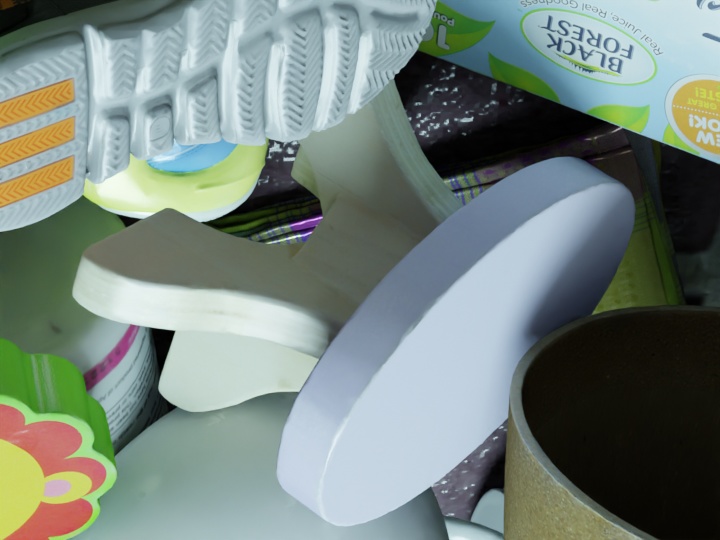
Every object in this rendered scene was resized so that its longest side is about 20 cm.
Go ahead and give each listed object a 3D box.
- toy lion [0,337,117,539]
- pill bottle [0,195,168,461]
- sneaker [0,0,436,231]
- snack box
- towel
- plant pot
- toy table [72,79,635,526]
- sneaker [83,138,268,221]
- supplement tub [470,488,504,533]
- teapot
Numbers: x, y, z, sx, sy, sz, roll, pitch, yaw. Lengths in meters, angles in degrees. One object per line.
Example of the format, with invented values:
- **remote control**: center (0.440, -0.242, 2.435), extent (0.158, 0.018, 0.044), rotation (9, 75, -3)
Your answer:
- **toy lion**: center (-0.193, 0.070, 0.727), extent (0.200, 0.069, 0.192), rotation (-19, 146, 4)
- **pill bottle**: center (-0.134, 0.066, 0.863), extent (0.113, 0.113, 0.200), rotation (-8, 138, -2)
- **sneaker**: center (-0.075, -0.085, 0.632), extent (0.200, 0.112, 0.078), rotation (-20, 133, -37)
- **snack box**: center (0.093, -0.138, 0.678), extent (0.142, 0.053, 0.200), rotation (23, 140, 15)
- **towel**: center (0.040, 0.004, 0.896), extent (0.200, 0.023, 0.144), rotation (-15, 139, 7)
- **plant pot**: center (0.131, 0.143, 0.773), extent (0.186, 0.186, 0.200), rotation (2, 118, -12)
- **toy table**: center (0.000, 0.000, 0.747), extent (0.200, 0.117, 0.184), rotation (-18, 138, -61)
- **sneaker**: center (-0.123, -0.079, 0.748), extent (0.200, 0.076, 0.105), rotation (4, 125, -24)
- **supplement tub**: center (0.159, 0.167, 1.005), extent (0.200, 0.145, 0.145), rotation (3, 137, -13)
- **teapot**: center (-0.026, 0.149, 0.840), extent (0.200, 0.146, 0.197), rotation (-48, 150, -10)
